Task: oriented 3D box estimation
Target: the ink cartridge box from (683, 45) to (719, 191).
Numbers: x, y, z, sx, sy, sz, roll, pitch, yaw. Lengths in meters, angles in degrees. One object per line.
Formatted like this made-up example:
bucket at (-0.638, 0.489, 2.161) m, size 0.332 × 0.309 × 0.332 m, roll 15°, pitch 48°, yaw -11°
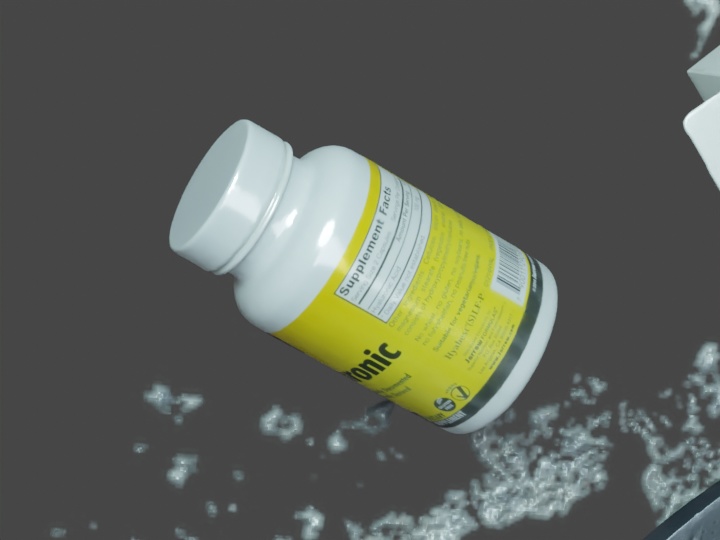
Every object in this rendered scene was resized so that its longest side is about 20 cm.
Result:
ink cartridge box at (0.279, -0.105, 1.157) m, size 0.200 × 0.067 × 0.117 m, roll -36°, pitch 108°, yaw -10°

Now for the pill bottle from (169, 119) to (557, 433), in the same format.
pill bottle at (0.000, 0.000, 1.066) m, size 0.200 × 0.111 × 0.111 m, roll 30°, pitch 90°, yaw -19°

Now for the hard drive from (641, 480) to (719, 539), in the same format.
hard drive at (0.224, 0.208, 1.208) m, size 0.200 × 0.042 × 0.135 m, roll -38°, pitch 108°, yaw -8°
